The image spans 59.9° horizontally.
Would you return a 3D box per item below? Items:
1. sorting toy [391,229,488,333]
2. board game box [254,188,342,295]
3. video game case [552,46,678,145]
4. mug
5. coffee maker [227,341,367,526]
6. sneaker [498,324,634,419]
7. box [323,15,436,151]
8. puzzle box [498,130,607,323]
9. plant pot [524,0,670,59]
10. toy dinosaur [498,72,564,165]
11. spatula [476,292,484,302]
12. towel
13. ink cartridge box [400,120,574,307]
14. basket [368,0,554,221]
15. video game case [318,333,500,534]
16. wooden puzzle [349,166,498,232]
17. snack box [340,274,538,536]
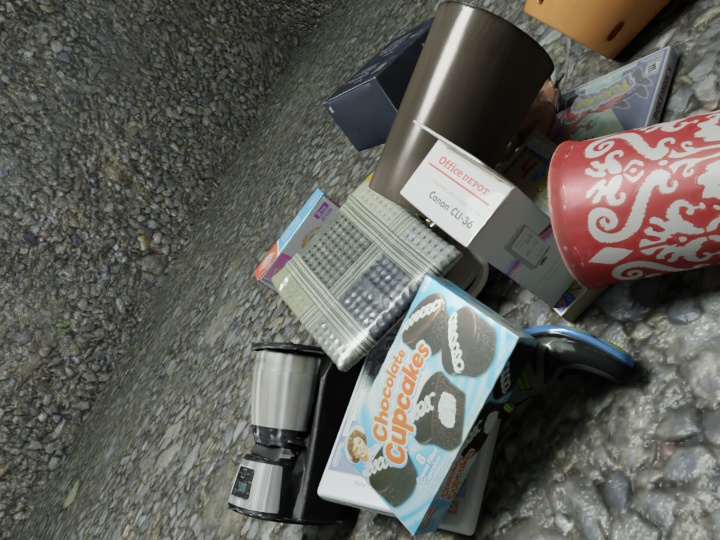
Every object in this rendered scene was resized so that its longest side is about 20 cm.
[{"bbox_3d":[0.085,0.014,0.815,0.201,0.107,0.180,-54,30,3],"label":"sorting toy"},{"bbox_3d":[-0.028,0.002,0.904,0.153,0.200,0.040,-51,24,5],"label":"board game box"},{"bbox_3d":[0.278,-0.170,0.778,0.199,0.023,0.183,-12,47,57],"label":"video game case"},{"bbox_3d":[0.274,-0.083,0.505,0.199,0.133,0.179,-11,59,43],"label":"mug"},{"bbox_3d":[-0.052,0.199,0.760,0.135,0.190,0.202,133,144,-74],"label":"coffee maker"},{"bbox_3d":[0.149,0.096,0.580,0.198,0.071,0.083,-8,68,30],"label":"sneaker"},{"bbox_3d":[0.070,-0.327,1.102,0.200,0.118,0.196,-46,21,-19],"label":"box"},{"bbox_3d":[0.207,-0.055,0.680,0.133,0.025,0.200,-50,42,13],"label":"puzzle box"},{"bbox_3d":[0.306,-0.371,0.809,0.141,0.199,0.201,-61,19,27],"label":"plant pot"},{"bbox_3d":[0.220,-0.193,0.798,0.135,0.086,0.201,-38,33,20],"label":"toy dinosaur"},{"bbox_3d":[0.102,0.110,0.738,0.056,0.020,0.201,-9,50,61],"label":"spatula"},{"bbox_3d":[0.000,0.000,0.756,0.193,0.035,0.200,-46,46,1],"label":"towel"},{"bbox_3d":[0.119,-0.051,0.595,0.068,0.199,0.117,-53,41,8],"label":"ink cartridge box"},{"bbox_3d":[0.101,-0.156,0.683,0.201,0.135,0.180,-64,-19,10],"label":"basket"},{"bbox_3d":[0.060,0.158,0.665,0.181,0.023,0.201,-3,52,38],"label":"video game case"},{"bbox_3d":[0.069,-0.116,0.821,0.185,0.037,0.201,-44,37,17],"label":"wooden puzzle"},{"bbox_3d":[0.064,0.119,0.571,0.116,0.037,0.201,36,107,43],"label":"snack box"}]
